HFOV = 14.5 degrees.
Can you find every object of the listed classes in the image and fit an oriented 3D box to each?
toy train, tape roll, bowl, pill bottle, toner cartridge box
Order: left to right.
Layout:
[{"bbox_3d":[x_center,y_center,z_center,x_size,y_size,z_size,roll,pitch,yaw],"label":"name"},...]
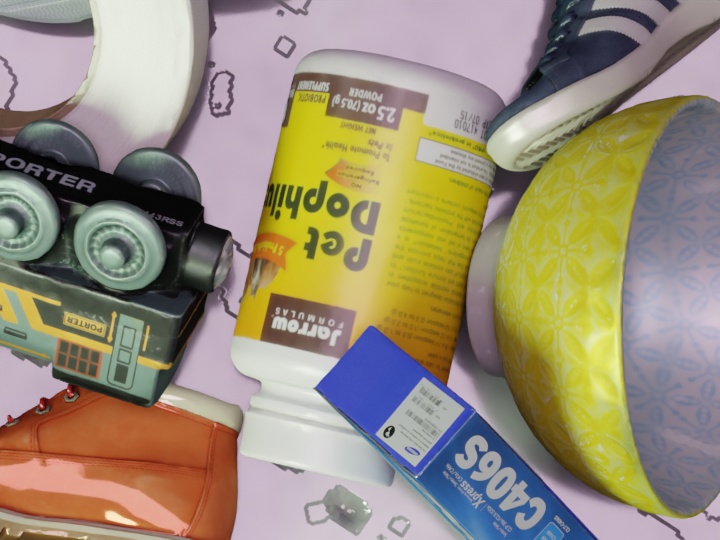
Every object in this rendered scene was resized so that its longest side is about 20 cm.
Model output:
[{"bbox_3d":[-0.173,-0.122,1.383,0.201,0.037,0.204,3,108,9],"label":"tape roll"},{"bbox_3d":[-0.160,-0.010,1.358,0.199,0.085,0.115,17,121,5],"label":"toy train"},{"bbox_3d":[0.000,0.000,1.385,0.108,0.109,0.202,13,86,-2],"label":"pill bottle"},{"bbox_3d":[0.066,0.113,1.337,0.043,0.095,0.200,-46,129,-3],"label":"toner cartridge box"},{"bbox_3d":[0.115,0.016,1.370,0.107,0.200,0.202,2,86,27],"label":"bowl"}]

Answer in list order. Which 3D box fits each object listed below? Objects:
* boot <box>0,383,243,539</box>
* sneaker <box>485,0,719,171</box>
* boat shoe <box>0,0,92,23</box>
[{"bbox_3d":[-0.155,0.091,1.401,0.198,0.075,0.108,12,75,-2],"label":"boot"},{"bbox_3d":[0.115,-0.125,1.394,0.085,0.075,0.200,49,54,4],"label":"sneaker"},{"bbox_3d":[-0.116,-0.170,1.415,0.198,0.062,0.072,-4,120,12],"label":"boat shoe"}]
